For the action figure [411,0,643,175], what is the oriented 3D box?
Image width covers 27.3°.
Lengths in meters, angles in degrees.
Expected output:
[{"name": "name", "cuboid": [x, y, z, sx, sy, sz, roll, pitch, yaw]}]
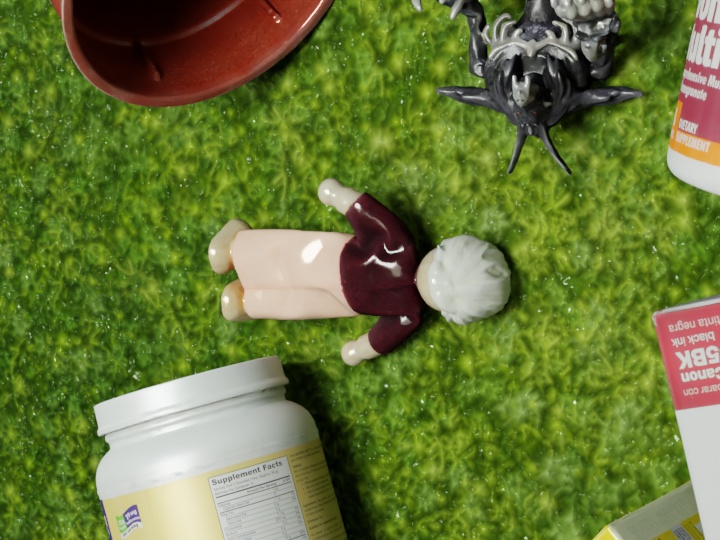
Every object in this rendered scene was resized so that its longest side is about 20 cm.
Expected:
[{"name": "action figure", "cuboid": [0.089, -0.151, 0.797, 0.119, 0.102, 0.200, 3, 96, 25]}]

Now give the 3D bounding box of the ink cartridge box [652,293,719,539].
[{"name": "ink cartridge box", "cuboid": [0.224, 0.101, 0.698, 0.083, 0.147, 0.200, -14, 86, 38]}]

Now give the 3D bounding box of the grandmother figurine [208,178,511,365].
[{"name": "grandmother figurine", "cuboid": [0.000, 0.000, 0.912, 0.200, 0.061, 0.121, 4, 126, 33]}]

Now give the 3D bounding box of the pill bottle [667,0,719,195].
[{"name": "pill bottle", "cuboid": [0.217, -0.133, 0.697, 0.109, 0.109, 0.200, 18, 107, 34]}]

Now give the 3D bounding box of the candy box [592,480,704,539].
[{"name": "candy box", "cuboid": [0.209, 0.200, 0.750, 0.200, 0.102, 0.026, 51, 127, 21]}]

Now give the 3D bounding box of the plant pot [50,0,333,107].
[{"name": "plant pot", "cuboid": [-0.134, -0.239, 0.906, 0.195, 0.201, 0.201, 51, 122, 30]}]

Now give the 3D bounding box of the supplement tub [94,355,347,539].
[{"name": "supplement tub", "cuboid": [-0.084, 0.166, 0.936, 0.145, 0.145, 0.200, -20, 84, 36]}]
